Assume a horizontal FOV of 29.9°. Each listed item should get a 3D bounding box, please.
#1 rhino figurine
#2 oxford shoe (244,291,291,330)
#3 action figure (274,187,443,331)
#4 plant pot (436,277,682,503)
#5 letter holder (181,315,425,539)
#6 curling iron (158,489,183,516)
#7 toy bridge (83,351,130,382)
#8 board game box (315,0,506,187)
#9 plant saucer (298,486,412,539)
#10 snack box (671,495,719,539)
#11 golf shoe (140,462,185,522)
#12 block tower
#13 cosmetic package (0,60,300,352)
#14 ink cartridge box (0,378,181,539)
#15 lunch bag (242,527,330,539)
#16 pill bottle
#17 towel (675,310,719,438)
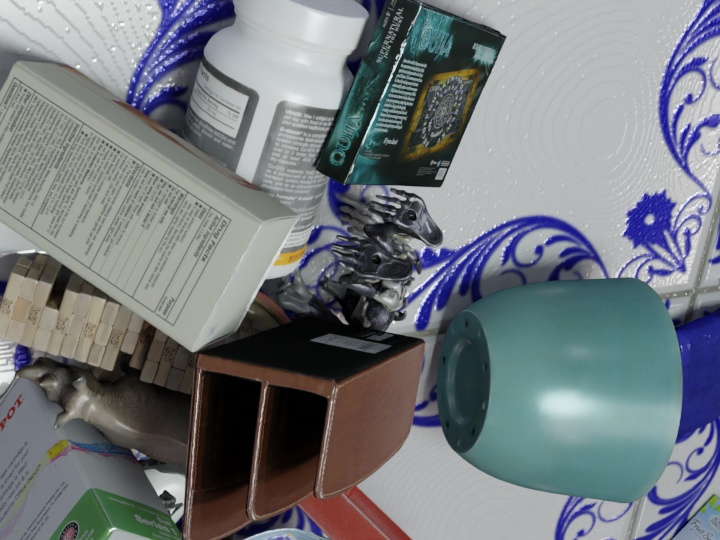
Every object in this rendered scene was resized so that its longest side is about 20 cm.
[{"bbox_3d":[-0.172,0.104,1.023,0.199,0.087,0.060,24,105,-36],"label":"rhino figurine"},{"bbox_3d":[-0.089,0.065,1.064,0.200,0.070,0.075,36,64,-23],"label":"oxford shoe"},{"bbox_3d":[0.000,0.000,1.085,0.119,0.102,0.200,-56,176,-23],"label":"action figure"},{"bbox_3d":[0.161,0.100,1.186,0.160,0.201,0.202,5,116,-18],"label":"plant pot"},{"bbox_3d":[-0.037,0.122,0.955,0.200,0.100,0.143,-14,112,-70],"label":"letter holder"},{"bbox_3d":[-0.150,0.224,1.120,0.050,0.025,0.200,-54,163,-13],"label":"curling iron"},{"bbox_3d":[-0.154,0.123,1.118,0.200,0.027,0.067,33,99,-38],"label":"toy bridge"},{"bbox_3d":[0.043,-0.129,1.006,0.136,0.028,0.200,-67,160,12],"label":"board game box"},{"bbox_3d":[0.006,0.221,1.130,0.037,0.200,0.200,-49,145,-4],"label":"plant saucer"},{"bbox_3d":[0.397,0.382,1.567,0.200,0.068,0.169,-45,130,3],"label":"snack box"},{"bbox_3d":[-0.212,0.238,1.113,0.199,0.094,0.078,-33,128,-10],"label":"golf shoe"},{"bbox_3d":[-0.164,0.045,1.001,0.199,0.054,0.058,19,108,-10],"label":"block tower"},{"bbox_3d":[-0.154,-0.046,0.902,0.104,0.199,0.087,-58,170,13],"label":"cosmetic package"},{"bbox_3d":[-0.229,0.194,1.008,0.084,0.200,0.145,29,101,-42],"label":"ink cartridge box"},{"bbox_3d":[-0.106,0.299,1.150,0.199,0.128,0.170,-23,167,-19],"label":"lunch bag"},{"bbox_3d":[-0.069,-0.105,0.971,0.116,0.116,0.201,7,115,-33],"label":"pill bottle"},{"bbox_3d":[0.388,0.087,1.400,0.199,0.050,0.148,-18,133,-20],"label":"towel"}]
